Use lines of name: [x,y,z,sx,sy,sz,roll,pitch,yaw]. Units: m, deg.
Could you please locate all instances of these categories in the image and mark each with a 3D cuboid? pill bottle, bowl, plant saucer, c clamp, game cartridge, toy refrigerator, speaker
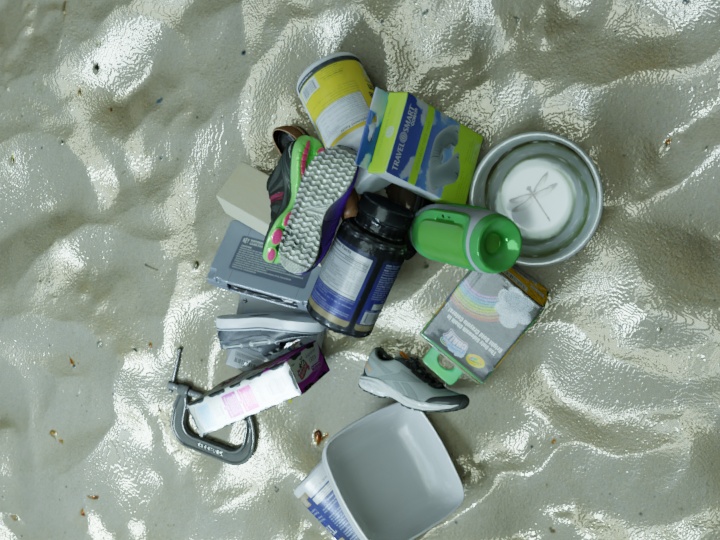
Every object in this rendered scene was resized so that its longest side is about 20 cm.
pill bottle: [-0.012,-0.223,1.276,0.111,0.112,0.202,-31,74,19]
bowl: [0.044,0.332,1.339,0.201,0.198,0.075,61,152,13]
plant saucer: [0.265,-0.108,1.260,0.198,0.050,0.203,2,97,15]
pill bottle: [-0.008,0.403,1.394,0.200,0.111,0.111,45,108,6]
c clamp: [-0.270,0.257,1.497,0.198,0.027,0.173,23,104,13]
pill bottle: [0.003,-0.009,1.253,0.111,0.112,0.202,27,106,11]
game cartridge: [-0.138,-0.013,1.370,0.198,0.042,0.134,15,58,11]
toy refrigerator: [-0.129,-0.091,1.356,0.199,0.070,0.076,28,73,18]
speaker: [0.144,-0.048,1.191,0.087,0.200,0.090,-4,100,-24]

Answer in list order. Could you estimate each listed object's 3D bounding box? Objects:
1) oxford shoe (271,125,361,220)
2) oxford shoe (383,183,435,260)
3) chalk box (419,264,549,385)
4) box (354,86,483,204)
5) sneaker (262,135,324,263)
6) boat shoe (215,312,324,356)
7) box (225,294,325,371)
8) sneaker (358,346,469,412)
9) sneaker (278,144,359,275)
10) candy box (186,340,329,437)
oxford shoe: [-0.075,-0.154,1.339,0.200,0.071,0.071,46,108,12]
oxford shoe: [0.074,-0.119,1.315,0.084,0.073,0.203,9,92,22]
chalk box: [0.179,0.082,1.282,0.124,0.124,0.201,39,108,6]
box: [0.090,-0.177,1.221,0.047,0.199,0.123,10,83,49]
sneaker: [-0.107,-0.107,1.283,0.084,0.076,0.202,19,92,56]
boat shoe: [-0.148,0.107,1.371,0.198,0.072,0.069,-2,96,20]
box: [-0.136,0.089,1.422,0.154,0.041,0.202,17,104,13]
sneaker: [0.084,0.177,1.333,0.199,0.074,0.080,15,93,34]
sneaker: [-0.059,-0.085,1.221,0.069,0.100,0.202,24,84,10]
candy box: [-0.164,0.190,1.355,0.199,0.136,0.062,-26,91,19]
